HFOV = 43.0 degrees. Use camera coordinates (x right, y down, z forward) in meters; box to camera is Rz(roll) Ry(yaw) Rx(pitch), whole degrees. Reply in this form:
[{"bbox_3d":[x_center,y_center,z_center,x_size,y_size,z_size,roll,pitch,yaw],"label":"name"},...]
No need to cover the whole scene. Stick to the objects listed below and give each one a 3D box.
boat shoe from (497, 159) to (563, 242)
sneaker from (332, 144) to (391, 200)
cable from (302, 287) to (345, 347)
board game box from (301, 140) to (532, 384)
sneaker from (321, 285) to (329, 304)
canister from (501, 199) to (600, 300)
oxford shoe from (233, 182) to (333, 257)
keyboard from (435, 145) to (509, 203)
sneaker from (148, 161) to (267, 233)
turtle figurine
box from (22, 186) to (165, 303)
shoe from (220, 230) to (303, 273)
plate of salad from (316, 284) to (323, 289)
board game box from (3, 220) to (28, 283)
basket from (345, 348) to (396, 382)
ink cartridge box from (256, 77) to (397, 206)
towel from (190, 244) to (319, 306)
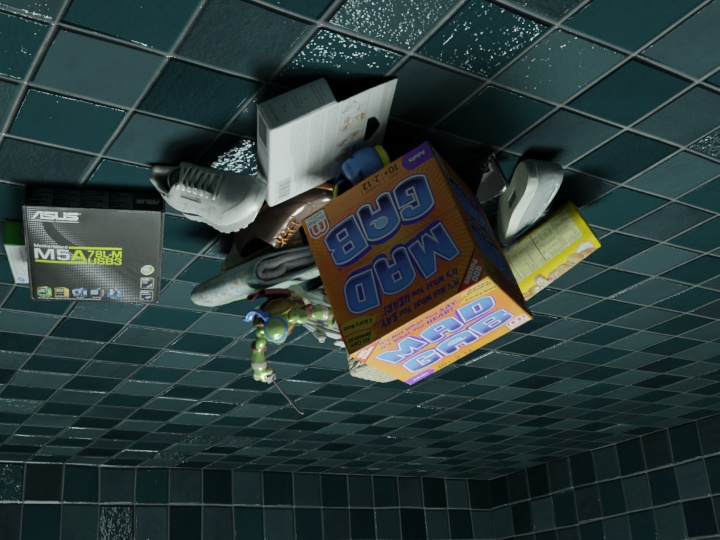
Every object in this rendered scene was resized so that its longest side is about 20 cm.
[{"bbox_3d":[0.253,-0.098,1.364,0.070,0.072,0.202,0,156,-6],"label":"boat shoe"},{"bbox_3d":[-0.013,-0.098,1.254,0.077,0.067,0.201,-23,159,-20],"label":"sneaker"},{"bbox_3d":[-0.007,0.074,1.540,0.196,0.071,0.199,4,-171,-29],"label":"cable"},{"bbox_3d":[0.075,-0.001,1.195,0.197,0.203,0.199,-29,153,16],"label":"board game box"},{"bbox_3d":[0.000,0.000,1.452,0.198,0.075,0.089,-20,135,-53],"label":"sneaker"},{"bbox_3d":[0.266,-0.016,1.413,0.199,0.087,0.149,-37,-178,13],"label":"canister"},{"bbox_3d":[-0.106,-0.073,1.351,0.197,0.075,0.071,-21,153,34],"label":"oxford shoe"},{"bbox_3d":[0.100,-0.120,1.291,0.197,0.021,0.128,-23,132,17],"label":"keyboard"},{"bbox_3d":[-0.202,-0.104,1.200,0.197,0.078,0.080,4,153,44],"label":"sneaker"},{"bbox_3d":[-0.101,0.107,1.389,0.197,0.146,0.194,25,-171,-12],"label":"turtle figurine"},{"bbox_3d":[-0.390,-0.033,1.349,0.195,0.048,0.195,2,138,-15],"label":"box"},{"bbox_3d":[-0.162,-0.038,1.468,0.069,0.055,0.198,-16,176,-46],"label":"shoe"},{"bbox_3d":[-0.005,0.053,1.702,0.195,0.049,0.202,-5,148,-3],"label":"plate of salad"},{"bbox_3d":[-0.451,-0.024,1.446,0.195,0.041,0.153,2,157,-15],"label":"board game box"},{"bbox_3d":[0.074,0.139,1.837,0.198,0.126,0.134,-23,152,37],"label":"basket"},{"bbox_3d":[-0.048,-0.174,1.163,0.171,0.044,0.201,-27,163,-16],"label":"ink cartridge box"},{"bbox_3d":[-0.144,0.009,1.438,0.169,0.049,0.198,-23,174,43],"label":"towel"}]
